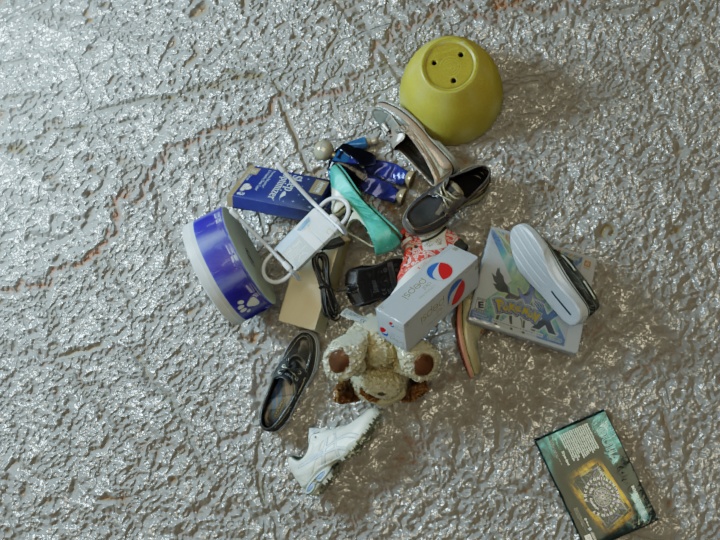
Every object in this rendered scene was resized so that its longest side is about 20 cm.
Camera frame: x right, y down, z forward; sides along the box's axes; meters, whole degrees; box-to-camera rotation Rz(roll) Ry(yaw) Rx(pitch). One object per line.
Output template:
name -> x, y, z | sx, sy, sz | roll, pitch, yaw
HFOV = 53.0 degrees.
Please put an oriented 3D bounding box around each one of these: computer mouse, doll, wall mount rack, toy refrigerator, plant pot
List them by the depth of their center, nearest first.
wall mount rack -> -0.122, -0.082, 1.252 | 0.200, 0.075, 0.174 | -45, 63, -4
computer mouse -> 0.000, 0.000, 1.312 | 0.199, 0.046, 0.141 | -18, 92, -25
plant pot -> 0.163, -0.346, 1.319 | 0.199, 0.142, 0.201 | -1, 82, 9
toy refrigerator -> -0.082, 0.010, 1.345 | 0.076, 0.070, 0.201 | 13, 83, 16
doll -> 0.003, -0.197, 1.369 | 0.199, 0.048, 0.137 | 24, 76, 10

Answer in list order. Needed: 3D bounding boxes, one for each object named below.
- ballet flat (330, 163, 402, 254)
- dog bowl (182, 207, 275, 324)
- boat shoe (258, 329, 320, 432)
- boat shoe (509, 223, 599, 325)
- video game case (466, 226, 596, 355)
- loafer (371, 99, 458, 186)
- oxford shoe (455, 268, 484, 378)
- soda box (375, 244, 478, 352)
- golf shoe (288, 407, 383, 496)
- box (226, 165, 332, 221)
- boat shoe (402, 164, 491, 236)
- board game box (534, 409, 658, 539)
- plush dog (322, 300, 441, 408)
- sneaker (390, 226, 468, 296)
ballet flat -> -0.010, -0.106, 1.297 | 0.070, 0.067, 0.200 | -38, 73, -6
dog bowl -> -0.232, -0.009, 1.294 | 0.079, 0.200, 0.201 | -27, 79, 2
boat shoe -> -0.134, 0.203, 1.325 | 0.070, 0.066, 0.201 | 26, 87, 11
boat shoe -> 0.334, 0.002, 1.248 | 0.071, 0.072, 0.201 | -21, 73, -34
video game case -> 0.304, 0.034, 1.275 | 0.199, 0.022, 0.183 | 17, 72, 2
loafer -> 0.092, -0.237, 1.345 | 0.200, 0.072, 0.063 | 42, 67, 9
oxford shoe -> 0.204, 0.090, 1.292 | 0.073, 0.071, 0.201 | -6, 82, 2
soda box -> 0.115, 0.043, 1.206 | 0.064, 0.068, 0.200 | 27, 52, 34
golf shoe -> -0.049, 0.306, 1.297 | 0.097, 0.078, 0.200 | 43, 89, 17
box -> -0.135, -0.142, 1.354 | 0.199, 0.121, 0.033 | 13, 128, 9
boat shoe -> 0.155, -0.135, 1.293 | 0.200, 0.073, 0.075 | -37, 74, -24
board game box -> 0.404, 0.359, 1.245 | 0.135, 0.028, 0.201 | -24, 79, 4
plush dog -> 0.033, 0.166, 1.270 | 0.199, 0.161, 0.173 | 1, 122, -2
sneaker -> 0.093, -0.018, 1.297 | 0.108, 0.067, 0.201 | 43, 62, 14
